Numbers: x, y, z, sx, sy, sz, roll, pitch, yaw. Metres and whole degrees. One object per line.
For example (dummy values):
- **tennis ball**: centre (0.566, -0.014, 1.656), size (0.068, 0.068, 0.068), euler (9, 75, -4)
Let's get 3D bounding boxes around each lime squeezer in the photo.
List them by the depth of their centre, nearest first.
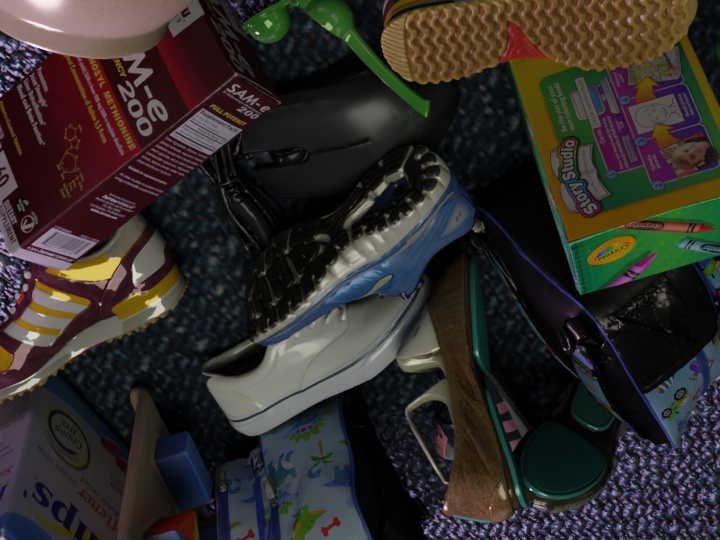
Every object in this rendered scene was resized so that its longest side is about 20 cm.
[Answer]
- **lime squeezer**: centre (-0.046, -0.153, 0.938), size (0.197, 0.038, 0.071), euler (8, 115, 10)

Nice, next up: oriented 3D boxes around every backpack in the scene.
- **backpack**: centre (0.192, 0.022, 0.990), size (0.134, 0.183, 0.200), euler (-39, 130, 0)
- **backpack**: centre (-0.023, 0.220, 1.070), size (0.146, 0.201, 0.184), euler (-25, 121, 5)

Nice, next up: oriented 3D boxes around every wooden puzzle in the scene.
- **wooden puzzle**: centre (-0.127, 0.208, 1.061), size (0.046, 0.201, 0.187), euler (-19, 121, 4)

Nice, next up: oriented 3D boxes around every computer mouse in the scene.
- **computer mouse**: centre (-0.022, -0.088, 0.977), size (0.198, 0.053, 0.139), euler (-23, 119, 9)

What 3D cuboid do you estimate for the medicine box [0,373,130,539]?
- **medicine box**: centre (-0.233, 0.206, 1.050), size (0.102, 0.201, 0.183), euler (-30, 119, 14)

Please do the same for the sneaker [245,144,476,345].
- **sneaker**: centre (0.000, 0.000, 0.983), size (0.199, 0.079, 0.089), euler (-33, 134, 24)

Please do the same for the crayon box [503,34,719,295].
- **crayon box**: centre (0.168, -0.093, 0.900), size (0.117, 0.202, 0.058), euler (-16, 142, 6)

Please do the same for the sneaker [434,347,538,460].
- **sneaker**: centre (0.083, 0.109, 1.092), size (0.081, 0.070, 0.201), euler (-30, 117, 10)

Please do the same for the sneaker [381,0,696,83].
- **sneaker**: centre (0.112, -0.179, 0.887), size (0.197, 0.091, 0.075), euler (-3, 137, 10)

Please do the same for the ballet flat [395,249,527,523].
- **ballet flat**: centre (0.065, 0.082, 0.983), size (0.071, 0.202, 0.068), euler (-13, 158, 9)

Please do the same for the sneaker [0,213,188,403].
- **sneaker**: centre (-0.230, 0.022, 1.023), size (0.199, 0.075, 0.091), euler (-29, 111, 5)

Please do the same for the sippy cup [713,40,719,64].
- **sippy cup**: centre (0.323, -0.184, 0.900), size (0.175, 0.131, 0.141), euler (-2, 122, -3)

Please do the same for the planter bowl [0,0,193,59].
- **planter bowl**: centre (-0.160, -0.210, 0.811), size (0.198, 0.201, 0.136), euler (11, 123, -11)

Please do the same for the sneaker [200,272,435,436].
- **sneaker**: centre (-0.035, 0.054, 1.049), size (0.199, 0.073, 0.071), euler (-35, 119, 15)

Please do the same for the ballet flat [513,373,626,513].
- **ballet flat**: centre (0.159, 0.139, 1.052), size (0.071, 0.200, 0.073), euler (13, 120, 24)

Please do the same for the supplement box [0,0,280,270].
- **supplement box**: centre (-0.161, -0.102, 0.919), size (0.199, 0.110, 0.061), euler (-36, 156, 16)
